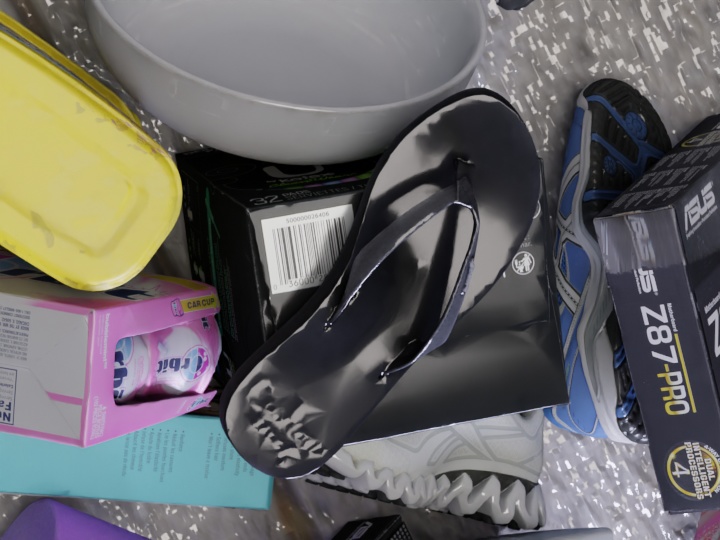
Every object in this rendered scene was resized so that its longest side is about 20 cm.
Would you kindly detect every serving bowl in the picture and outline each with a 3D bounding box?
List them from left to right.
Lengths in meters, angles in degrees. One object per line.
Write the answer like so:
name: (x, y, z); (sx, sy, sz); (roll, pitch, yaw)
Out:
serving bowl: (-0.042, -0.113, 1.147); (0.200, 0.200, 0.066); (3, 129, -15)

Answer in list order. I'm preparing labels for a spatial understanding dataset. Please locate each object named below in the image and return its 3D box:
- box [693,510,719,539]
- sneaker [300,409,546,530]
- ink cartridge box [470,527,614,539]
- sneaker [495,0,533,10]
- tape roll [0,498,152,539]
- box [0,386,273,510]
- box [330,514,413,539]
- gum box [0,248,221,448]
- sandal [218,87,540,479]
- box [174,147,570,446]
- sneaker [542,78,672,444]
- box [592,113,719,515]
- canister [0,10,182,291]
box: (0.275, 0.133, 1.242); (0.095, 0.200, 0.103); (31, 62, -17)
sneaker: (0.030, 0.086, 1.224); (0.200, 0.075, 0.081); (16, 86, -50)
ink cartridge box: (0.054, 0.215, 1.204); (0.200, 0.083, 0.147); (-2, 83, -50)
sneaker: (0.026, -0.217, 1.198); (0.080, 0.074, 0.200); (-32, 98, -3)
tape roll: (-0.166, 0.218, 1.155); (0.066, 0.200, 0.200); (23, 94, -17)
box: (-0.148, 0.085, 1.197); (0.200, 0.082, 0.049); (5, 98, -15)
box: (0.001, 0.264, 1.230); (0.193, 0.047, 0.200); (-40, 111, -46)
gum box: (-0.174, 0.030, 1.111); (0.200, 0.113, 0.066); (9, 100, 25)
sandal: (0.017, 0.011, 1.036); (0.076, 0.043, 0.200); (34, 90, -17)
box: (0.000, 0.000, 1.158); (0.148, 0.200, 0.124); (-10, 102, -12)
sneaker: (0.126, -0.005, 1.254); (0.076, 0.077, 0.200); (9, 77, -39)
box: (0.190, 0.016, 1.221); (0.049, 0.200, 0.161); (-10, 103, 28)
canister: (-0.165, -0.066, 1.104); (0.149, 0.200, 0.087); (36, 91, -17)
